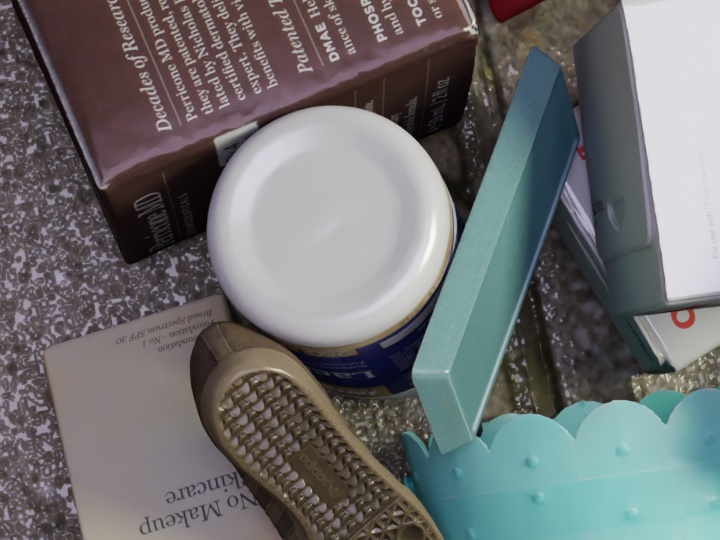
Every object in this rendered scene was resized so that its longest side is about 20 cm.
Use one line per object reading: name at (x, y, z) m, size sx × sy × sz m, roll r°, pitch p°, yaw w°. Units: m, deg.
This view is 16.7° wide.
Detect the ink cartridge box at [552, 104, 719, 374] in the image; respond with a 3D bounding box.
ink cartridge box at (0.202, -0.055, 1.301) m, size 0.200 × 0.084 × 0.145 m, roll -31°, pitch 88°, yaw -6°

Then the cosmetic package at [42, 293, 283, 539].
cosmetic package at (-0.086, 0.125, 1.231) m, size 0.103 × 0.073 × 0.201 m, roll -18°, pitch 63°, yaw 3°

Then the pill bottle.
pill bottle at (0.000, 0.000, 1.216) m, size 0.115 × 0.200 × 0.116 m, roll -3°, pitch 76°, yaw 10°

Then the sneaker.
sneaker at (-0.016, 0.102, 1.167) m, size 0.070 × 0.076 × 0.200 m, roll -30°, pitch 120°, yaw -2°

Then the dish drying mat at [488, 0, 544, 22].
dish drying mat at (0.108, -0.182, 1.251) m, size 0.018 × 0.200 × 0.077 m, roll 5°, pitch 83°, yaw -19°

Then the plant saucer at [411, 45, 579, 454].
plant saucer at (0.068, -0.011, 1.174) m, size 0.019 × 0.070 × 0.200 m, roll 8°, pitch 56°, yaw 23°

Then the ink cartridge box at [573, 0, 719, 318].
ink cartridge box at (0.218, -0.062, 1.186) m, size 0.199 × 0.147 × 0.147 m, roll -8°, pitch 87°, yaw -5°

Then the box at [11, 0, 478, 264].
box at (-0.065, -0.130, 1.241) m, size 0.199 × 0.166 × 0.165 m, roll -24°, pitch 79°, yaw -5°

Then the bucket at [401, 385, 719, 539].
bucket at (0.129, 0.131, 1.223) m, size 0.206 × 0.207 × 0.135 m, roll -7°, pitch 87°, yaw -4°
